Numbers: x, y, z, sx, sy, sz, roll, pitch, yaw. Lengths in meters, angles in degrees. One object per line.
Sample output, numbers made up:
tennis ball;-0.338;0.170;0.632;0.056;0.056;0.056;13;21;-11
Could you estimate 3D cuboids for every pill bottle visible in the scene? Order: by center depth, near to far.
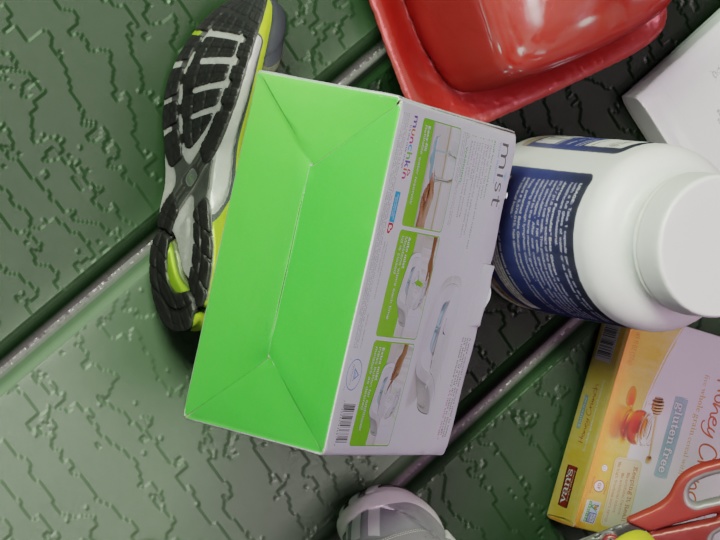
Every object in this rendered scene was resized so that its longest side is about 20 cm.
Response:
pill bottle;0.157;-0.022;1.612;0.111;0.200;0.111;-3;96;-26

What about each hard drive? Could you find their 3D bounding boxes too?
hard drive;0.275;-0.123;1.761;0.200;0.026;0.132;-42;111;-18

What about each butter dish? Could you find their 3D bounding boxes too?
butter dish;0.111;-0.198;1.602;0.199;0.148;0.200;-26;106;-23

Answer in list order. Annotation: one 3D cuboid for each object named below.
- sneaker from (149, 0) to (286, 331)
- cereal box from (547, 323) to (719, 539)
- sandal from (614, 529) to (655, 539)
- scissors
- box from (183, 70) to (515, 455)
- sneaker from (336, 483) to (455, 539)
sneaker;-0.069;-0.061;1.576;0.081;0.074;0.200;7;95;-42
cereal box;0.228;0.115;1.751;0.200;0.040;0.144;15;89;-27
sandal;0.169;0.263;1.642;0.079;0.087;0.200;-18;125;-40
scissors;0.166;0.158;1.678;0.199;0.014;0.073;-6;101;7
box;0.000;0.000;1.542;0.176;0.097;0.200;6;96;-66
sneaker;0.060;0.225;1.627;0.200;0.116;0.075;38;116;-18
